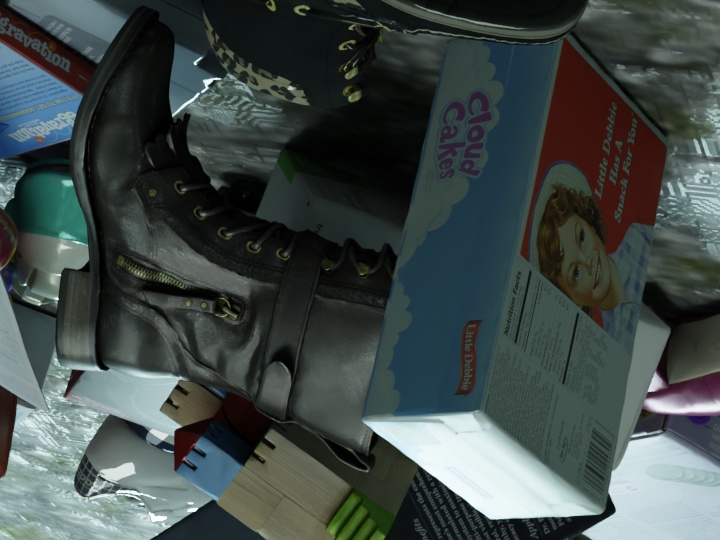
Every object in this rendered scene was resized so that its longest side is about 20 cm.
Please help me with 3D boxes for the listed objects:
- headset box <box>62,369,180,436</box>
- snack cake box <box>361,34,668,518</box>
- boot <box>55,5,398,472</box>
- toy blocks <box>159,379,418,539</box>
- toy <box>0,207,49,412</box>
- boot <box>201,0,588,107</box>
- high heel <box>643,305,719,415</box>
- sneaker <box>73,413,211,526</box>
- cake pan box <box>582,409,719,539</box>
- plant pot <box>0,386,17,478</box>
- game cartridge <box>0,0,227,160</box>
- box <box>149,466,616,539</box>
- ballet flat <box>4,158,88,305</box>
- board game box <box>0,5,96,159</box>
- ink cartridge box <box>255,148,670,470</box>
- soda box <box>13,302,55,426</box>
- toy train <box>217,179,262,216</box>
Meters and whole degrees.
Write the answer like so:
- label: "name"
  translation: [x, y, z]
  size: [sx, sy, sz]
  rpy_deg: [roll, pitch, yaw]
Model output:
- label: "headset box"
  translation: [-0.087, 0.048, 1.592]
  size: [0.148, 0.078, 0.200]
  rpy_deg: [21, 155, -12]
- label: "snack cake box"
  translation: [0.075, 0.001, 1.219]
  size: [0.067, 0.201, 0.115]
  rpy_deg: [-7, 149, 36]
- label: "boot"
  translation: [-0.049, -0.015, 1.238]
  size: [0.173, 0.201, 0.069]
  rpy_deg: [12, -158, 11]
- label: "toy blocks"
  translation: [-0.038, 0.078, 1.347]
  size: [0.136, 0.100, 0.200]
  rpy_deg: [35, -160, -1]
- label: "toy"
  translation: [-0.216, -0.023, 1.386]
  size: [0.115, 0.047, 0.200]
  rpy_deg: [28, 151, 31]
- label: "boot"
  translation: [0.007, -0.122, 1.153]
  size: [0.203, 0.074, 0.154]
  rpy_deg: [17, 160, 14]
- label: "high heel"
  translation: [0.225, 0.056, 1.423]
  size: [0.199, 0.068, 0.096]
  rpy_deg: [-4, 155, 35]
- label: "sneaker"
  translation: [-0.104, 0.135, 1.746]
  size: [0.200, 0.081, 0.076]
  rpy_deg: [26, -165, -44]
- label: "cake pan box"
  translation: [0.189, 0.129, 1.633]
  size: [0.184, 0.052, 0.200]
  rpy_deg: [31, 153, -27]
- label: "plant pot"
  translation: [-0.320, 0.096, 1.595]
  size: [0.194, 0.202, 0.201]
  rpy_deg: [13, 159, -19]
- label: "game cartridge"
  translation: [-0.154, -0.111, 1.329]
  size: [0.133, 0.041, 0.200]
  rpy_deg: [22, 157, -22]
- label: "box"
  translation: [0.008, 0.153, 1.566]
  size: [0.196, 0.124, 0.200]
  rpy_deg: [-23, 172, -33]
- label: "ballet flat"
  translation: [-0.165, -0.016, 1.447]
  size: [0.067, 0.071, 0.200]
  rpy_deg: [13, 173, -11]
- label: "board game box"
  translation: [-0.214, -0.090, 1.349]
  size: [0.103, 0.020, 0.200]
  rpy_deg: [34, 151, -33]
- label: "ink cartridge box"
  translation: [0.043, 0.019, 1.360]
  size: [0.199, 0.084, 0.146]
  rpy_deg: [20, -171, -12]
- label: "soda box"
  translation: [-0.301, 0.035, 1.712]
  size: [0.199, 0.068, 0.064]
  rpy_deg: [22, 156, -15]
- label: "toy train"
  translation: [0.000, 0.000, 1.465]
  size: [0.199, 0.046, 0.034]
  rpy_deg: [20, 157, -10]
